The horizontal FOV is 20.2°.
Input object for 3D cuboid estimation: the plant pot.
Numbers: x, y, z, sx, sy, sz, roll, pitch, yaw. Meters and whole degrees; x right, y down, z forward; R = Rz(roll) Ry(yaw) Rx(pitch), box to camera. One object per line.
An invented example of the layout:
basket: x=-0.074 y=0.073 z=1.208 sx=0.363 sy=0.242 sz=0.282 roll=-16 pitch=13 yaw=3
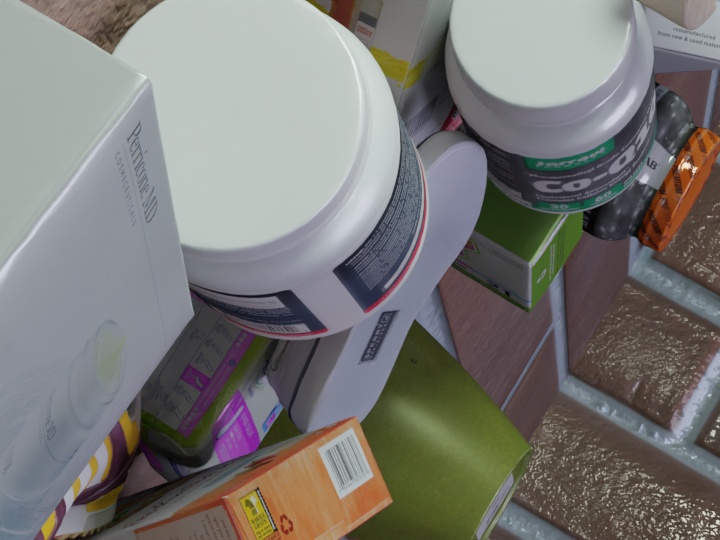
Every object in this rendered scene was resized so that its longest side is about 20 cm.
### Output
plant pot: x=0.013 y=0.112 z=1.414 sx=0.188 sy=0.199 sz=0.187 roll=-55 pitch=166 yaw=-21

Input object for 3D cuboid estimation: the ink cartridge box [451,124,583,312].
ink cartridge box: x=0.072 y=-0.066 z=1.373 sx=0.076 sy=0.147 sz=0.200 roll=-56 pitch=166 yaw=-12

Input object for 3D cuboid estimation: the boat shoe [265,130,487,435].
boat shoe: x=0.000 y=0.000 z=1.131 sx=0.073 sy=0.065 sz=0.201 roll=5 pitch=121 yaw=-49

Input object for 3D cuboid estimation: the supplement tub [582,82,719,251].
supplement tub: x=0.159 y=-0.103 z=1.503 sx=0.123 sy=0.199 sz=0.123 roll=-55 pitch=165 yaw=-21

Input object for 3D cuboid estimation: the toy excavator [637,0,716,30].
toy excavator: x=0.219 y=-0.211 z=1.051 sx=0.195 sy=0.100 sz=0.200 roll=-60 pitch=158 yaw=10

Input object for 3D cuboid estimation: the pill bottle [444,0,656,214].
pill bottle: x=0.105 y=-0.106 z=1.110 sx=0.113 sy=0.113 sz=0.200 roll=-59 pitch=166 yaw=-5

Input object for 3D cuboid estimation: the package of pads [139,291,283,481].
package of pads: x=-0.067 y=0.033 z=1.237 sx=0.201 sy=0.068 sz=0.155 roll=-57 pitch=168 yaw=-14

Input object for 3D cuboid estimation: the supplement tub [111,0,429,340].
supplement tub: x=-0.044 y=-0.049 z=0.978 sx=0.141 sy=0.140 sz=0.200 roll=-59 pitch=167 yaw=-6

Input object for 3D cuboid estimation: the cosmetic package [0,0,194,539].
cosmetic package: x=-0.166 y=0.025 z=0.722 sx=0.201 sy=0.122 sz=0.200 roll=-57 pitch=167 yaw=-20

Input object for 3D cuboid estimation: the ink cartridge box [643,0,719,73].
ink cartridge box: x=0.209 y=-0.243 z=1.394 sx=0.145 sy=0.083 sz=0.201 roll=-171 pitch=-89 yaw=-71

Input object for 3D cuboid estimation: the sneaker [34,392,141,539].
sneaker: x=-0.165 y=0.092 z=1.007 sx=0.200 sy=0.075 sz=0.091 roll=-30 pitch=140 yaw=-77

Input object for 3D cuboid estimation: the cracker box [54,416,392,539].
cracker box: x=-0.100 y=0.150 z=1.118 sx=0.199 sy=0.058 sz=0.134 roll=-23 pitch=-178 yaw=34

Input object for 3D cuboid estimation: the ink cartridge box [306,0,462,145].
ink cartridge box: x=0.026 y=-0.151 z=1.149 sx=0.145 sy=0.083 sz=0.201 roll=-46 pitch=161 yaw=-46
